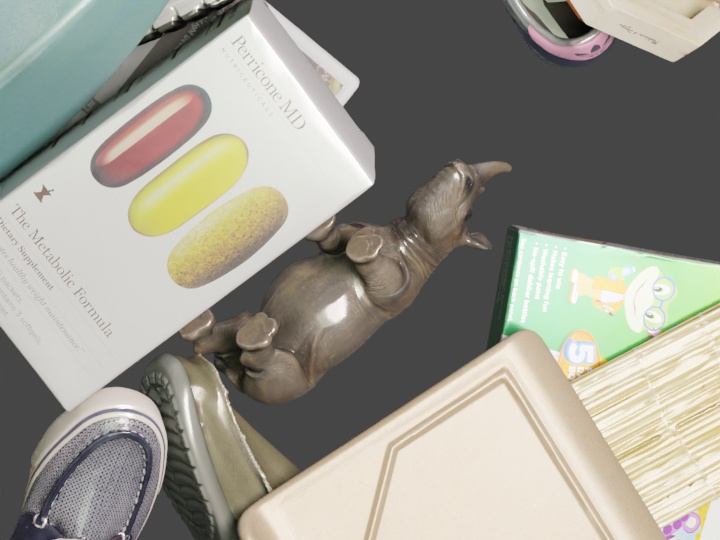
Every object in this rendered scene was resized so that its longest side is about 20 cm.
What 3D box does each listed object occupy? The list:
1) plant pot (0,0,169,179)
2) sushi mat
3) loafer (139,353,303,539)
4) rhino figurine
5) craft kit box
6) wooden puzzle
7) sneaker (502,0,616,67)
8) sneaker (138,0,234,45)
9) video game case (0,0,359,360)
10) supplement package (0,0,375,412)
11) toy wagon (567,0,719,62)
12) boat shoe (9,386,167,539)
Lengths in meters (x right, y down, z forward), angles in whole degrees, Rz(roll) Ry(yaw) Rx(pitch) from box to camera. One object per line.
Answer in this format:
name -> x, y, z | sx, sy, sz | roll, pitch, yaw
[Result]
plant pot -> -0.205, -0.125, 1.469 | 0.199, 0.141, 0.142 | -33, 81, 10
sushi mat -> 0.135, 0.103, 1.605 | 0.199, 0.012, 0.096 | -28, 96, -3
loafer -> -0.059, 0.125, 1.598 | 0.069, 0.075, 0.201 | -31, 115, -20
rhino figurine -> 0.000, 0.000, 1.596 | 0.200, 0.088, 0.060 | -37, 57, -3
craft kit box -> 0.162, 0.090, 1.634 | 0.196, 0.049, 0.201 | 9, 93, -9
wooden puzzle -> 0.059, 0.158, 1.572 | 0.199, 0.037, 0.186 | -33, 93, -12
sneaker -> 0.080, -0.200, 1.586 | 0.070, 0.082, 0.200 | -36, 96, 0
sneaker -> -0.127, -0.162, 1.551 | 0.199, 0.078, 0.091 | -23, 93, -4
video game case -> -0.131, -0.083, 1.605 | 0.182, 0.023, 0.200 | 39, 89, -6
supplement package -> -0.102, -0.039, 1.528 | 0.200, 0.110, 0.114 | -37, 100, 8
toy wagon -> 0.151, -0.212, 1.583 | 0.155, 0.040, 0.201 | 20, 56, -33
boat shoe -> -0.151, 0.163, 1.547 | 0.074, 0.093, 0.201 | 13, 121, -22
